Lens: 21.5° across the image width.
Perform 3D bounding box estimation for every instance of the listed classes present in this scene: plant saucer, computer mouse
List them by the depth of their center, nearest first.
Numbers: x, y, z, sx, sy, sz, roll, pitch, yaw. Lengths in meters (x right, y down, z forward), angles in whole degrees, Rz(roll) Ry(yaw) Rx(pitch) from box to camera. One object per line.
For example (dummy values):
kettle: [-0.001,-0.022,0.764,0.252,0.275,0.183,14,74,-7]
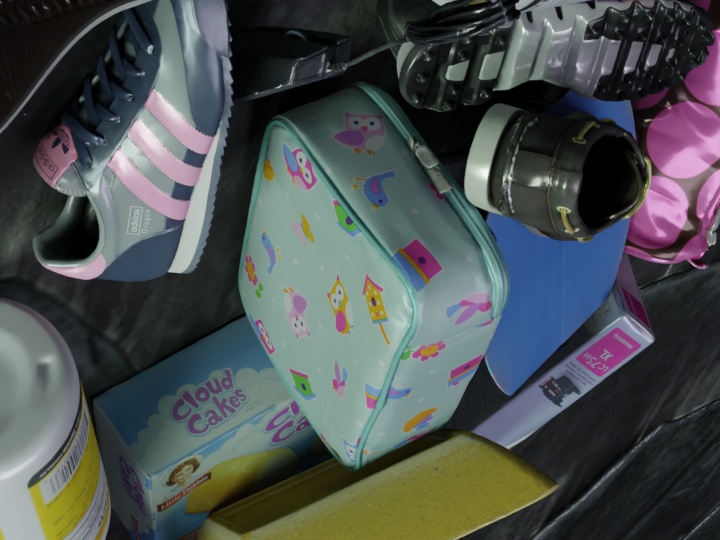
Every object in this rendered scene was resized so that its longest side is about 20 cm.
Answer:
computer mouse: [-0.008,-0.108,0.886,0.199,0.034,0.059,-11,-172,39]
plant saucer: [-0.008,0.140,1.101,0.199,0.049,0.200,-23,-178,-13]

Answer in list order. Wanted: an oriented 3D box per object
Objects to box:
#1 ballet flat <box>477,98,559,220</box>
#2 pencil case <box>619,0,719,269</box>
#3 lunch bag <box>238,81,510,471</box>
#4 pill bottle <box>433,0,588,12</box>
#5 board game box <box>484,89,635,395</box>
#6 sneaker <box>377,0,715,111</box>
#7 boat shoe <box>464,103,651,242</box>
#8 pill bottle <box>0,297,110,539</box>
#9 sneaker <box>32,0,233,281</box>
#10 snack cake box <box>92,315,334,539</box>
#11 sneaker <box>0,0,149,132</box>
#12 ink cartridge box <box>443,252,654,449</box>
ballet flat: [0.102,-0.029,1.214,0.072,0.072,0.201,-16,144,-40]
pencil case: [0.213,-0.103,1.185,0.091,0.093,0.201,-21,137,-59]
lunch bag: [0.000,0.000,1.033,0.077,0.161,0.200,-21,153,-25]
pill bottle: [0.082,-0.182,0.916,0.199,0.111,0.112,-15,143,-40]
board game box: [0.100,-0.030,1.095,0.200,0.039,0.159,-39,134,-48]
sneaker: [0.096,-0.136,1.015,0.199,0.091,0.067,-7,135,-26]
boat shoe: [0.119,-0.046,1.005,0.201,0.060,0.072,-1,106,-64]
pill bottle: [-0.190,0.110,0.993,0.111,0.111,0.200,-31,151,-19]
sneaker: [-0.109,-0.069,0.886,0.082,0.070,0.201,-9,134,-22]
snack cake box: [-0.062,0.086,1.173,0.200,0.067,0.115,-29,152,-22]
sneaker: [-0.136,-0.127,0.787,0.200,0.084,0.073,-46,120,-28]
ink cartridge box: [0.096,0.057,1.246,0.200,0.120,0.042,-38,123,22]
